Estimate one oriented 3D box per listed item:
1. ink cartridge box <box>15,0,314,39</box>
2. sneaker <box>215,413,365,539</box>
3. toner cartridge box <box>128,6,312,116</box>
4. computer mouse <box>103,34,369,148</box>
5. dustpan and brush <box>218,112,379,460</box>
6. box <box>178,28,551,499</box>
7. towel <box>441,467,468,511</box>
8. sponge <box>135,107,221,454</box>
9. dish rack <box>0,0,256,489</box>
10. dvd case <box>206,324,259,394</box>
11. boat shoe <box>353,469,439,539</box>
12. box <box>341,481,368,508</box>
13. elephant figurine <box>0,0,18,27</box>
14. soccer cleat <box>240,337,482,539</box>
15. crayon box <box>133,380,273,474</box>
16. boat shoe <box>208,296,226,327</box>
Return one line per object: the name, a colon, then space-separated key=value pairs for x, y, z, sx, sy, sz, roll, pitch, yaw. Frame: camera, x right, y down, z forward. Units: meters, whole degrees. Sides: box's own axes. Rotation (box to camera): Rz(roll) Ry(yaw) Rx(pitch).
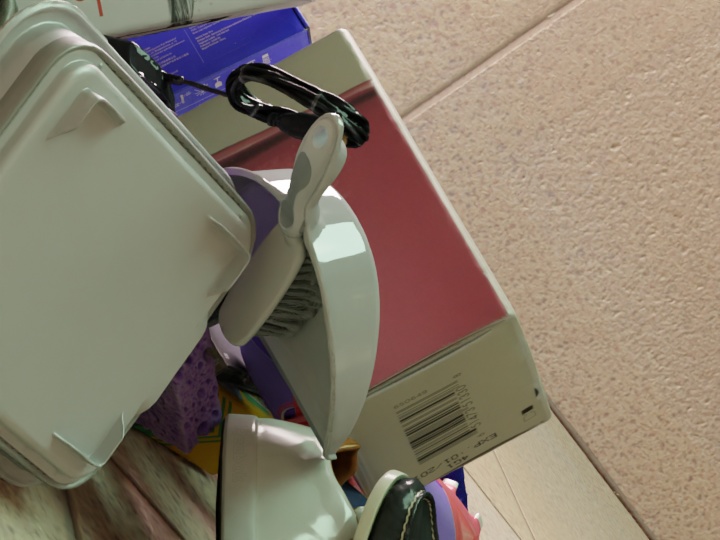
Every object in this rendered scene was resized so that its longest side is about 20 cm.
ink cartridge box: x=-0.120 y=-0.178 z=1.511 sx=0.068 sy=0.200 sz=0.116 roll=-7 pitch=-85 yaw=66
sneaker: x=-0.026 y=0.149 z=1.373 sx=0.073 sy=0.085 sz=0.200 roll=101 pitch=-8 yaw=-49
toner cartridge box: x=-0.134 y=-0.110 z=1.598 sx=0.095 sy=0.200 sz=0.043 roll=59 pitch=-10 yaw=30
computer mouse: x=-0.084 y=-0.076 z=1.357 sx=0.200 sy=0.034 sz=0.059 roll=12 pitch=-28 yaw=34
dustpan and brush: x=-0.029 y=-0.012 z=1.337 sx=0.057 sy=0.200 sz=0.140 roll=-15 pitch=63 yaw=-35
box: x=0.000 y=0.000 z=1.525 sx=0.200 sy=0.109 sz=0.128 roll=60 pitch=-2 yaw=31
towel: x=-0.008 y=0.073 z=1.730 sx=0.148 sy=0.050 sz=0.200 roll=8 pitch=-66 yaw=45
sponge: x=-0.122 y=-0.012 z=1.386 sx=0.112 sy=0.030 sz=0.200 roll=28 pitch=-37 yaw=30
dish rack: x=-0.124 y=0.000 z=1.249 sx=0.044 sy=0.172 sz=0.200 roll=28 pitch=-12 yaw=35
dvd case: x=-0.111 y=-0.018 z=1.677 sx=0.200 sy=0.016 sz=0.149 roll=57 pitch=7 yaw=13
boat shoe: x=0.027 y=0.194 z=1.360 sx=0.075 sy=0.066 sz=0.199 roll=14 pitch=83 yaw=-66
box: x=0.031 y=0.187 z=1.460 sx=0.200 sy=0.064 sz=0.070 roll=38 pitch=17 yaw=16
elephant figurine: x=-0.226 y=-0.113 z=1.389 sx=0.141 sy=0.155 sz=0.200 roll=9 pitch=-51 yaw=42
soccer cleat: x=-0.004 y=0.109 z=1.630 sx=0.200 sy=0.067 sz=0.076 roll=52 pitch=49 yaw=-26
crayon box: x=-0.115 y=0.039 z=1.660 sx=0.126 sy=0.052 sz=0.200 roll=58 pitch=8 yaw=24
boat shoe: x=-0.109 y=-0.022 z=1.494 sx=0.072 sy=0.070 sz=0.201 roll=56 pitch=4 yaw=25
